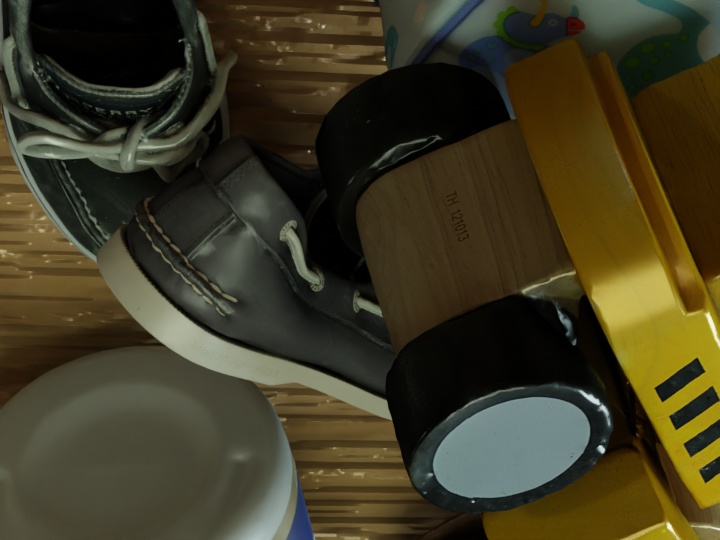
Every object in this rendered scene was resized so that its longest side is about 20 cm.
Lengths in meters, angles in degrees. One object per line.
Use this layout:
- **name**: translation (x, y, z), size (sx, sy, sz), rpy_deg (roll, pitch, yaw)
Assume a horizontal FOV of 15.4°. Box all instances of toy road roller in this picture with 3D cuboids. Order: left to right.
- **toy road roller**: translation (0.087, 0.017, 0.759), size (0.145, 0.123, 0.200), rpy_deg (-23, 141, 9)

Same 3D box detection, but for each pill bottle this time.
- **pill bottle**: translation (-0.064, 0.131, 0.942), size (0.110, 0.111, 0.201), rpy_deg (-12, 136, 0)

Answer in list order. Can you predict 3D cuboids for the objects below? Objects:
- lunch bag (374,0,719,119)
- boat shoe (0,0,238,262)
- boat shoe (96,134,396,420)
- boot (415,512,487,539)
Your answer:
- **lunch bag**: translation (0.106, -0.101, 0.776), size (0.160, 0.083, 0.200), rpy_deg (21, 130, -32)
- **boat shoe**: translation (-0.072, -0.060, 0.788), size (0.073, 0.068, 0.200), rpy_deg (-5, 136, -7)
- **boat shoe**: translation (0.000, 0.000, 0.835), size (0.063, 0.073, 0.200), rpy_deg (-50, 152, 17)
- **boot**: translation (0.038, 0.167, 1.035), size (0.199, 0.077, 0.156), rpy_deg (-21, 137, 5)
